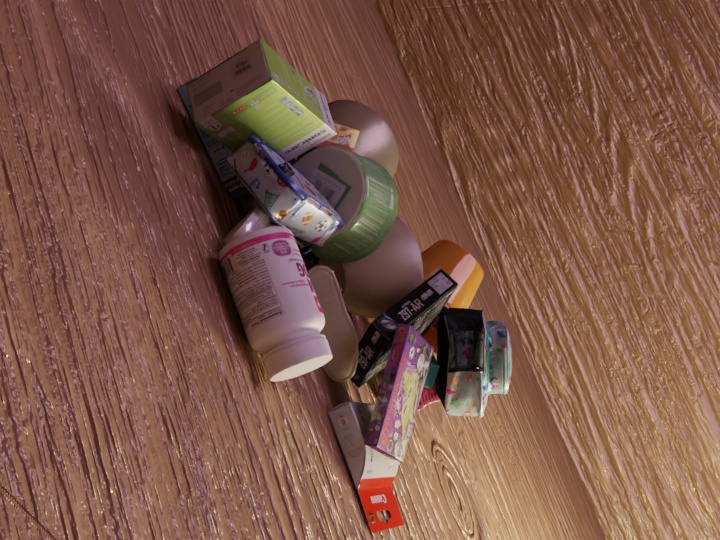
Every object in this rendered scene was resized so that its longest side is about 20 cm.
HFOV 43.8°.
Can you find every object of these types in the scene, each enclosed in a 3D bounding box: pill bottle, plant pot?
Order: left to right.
[{"bbox_3d":[-0.118,0.048,1.276,0.200,0.113,0.113,68,16,14],"label":"pill bottle"},{"bbox_3d":[0.000,0.000,1.650,0.134,0.200,0.200,-10,71,-35],"label":"plant pot"},{"bbox_3d":[0.155,0.041,1.873,0.200,0.183,0.200,37,-18,14],"label":"plant pot"}]

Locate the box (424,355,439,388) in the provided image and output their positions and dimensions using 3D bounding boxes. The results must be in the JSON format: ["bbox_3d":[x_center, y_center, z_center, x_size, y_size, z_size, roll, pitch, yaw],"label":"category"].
[{"bbox_3d":[0.089,0.157,1.727,0.082,0.049,0.200,16,14,-13],"label":"box"}]

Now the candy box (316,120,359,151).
[{"bbox_3d":[-0.114,-0.269,1.636,0.200,0.055,0.115,26,13,37],"label":"candy box"}]

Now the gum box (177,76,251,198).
[{"bbox_3d":[-0.214,-0.222,1.516,0.200,0.045,0.170,63,17,1],"label":"gum box"}]

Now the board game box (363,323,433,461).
[{"bbox_3d":[0.065,0.199,1.448,0.120,0.032,0.200,40,62,-54],"label":"board game box"}]

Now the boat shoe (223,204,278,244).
[{"bbox_3d":[-0.157,-0.056,1.395,0.069,0.072,0.200,47,8,-4],"label":"boat shoe"}]

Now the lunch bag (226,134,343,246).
[{"bbox_3d":[-0.120,-0.128,1.418,0.160,0.076,0.200,52,7,32],"label":"lunch bag"}]

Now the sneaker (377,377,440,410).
[{"bbox_3d":[0.089,0.233,1.741,0.200,0.087,0.074,-4,88,-49],"label":"sneaker"}]

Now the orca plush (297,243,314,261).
[{"bbox_3d":[-0.103,-0.013,1.495,0.105,0.071,0.200,64,16,-1],"label":"orca plush"}]

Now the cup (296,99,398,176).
[{"bbox_3d":[-0.045,-0.212,1.748,0.200,0.200,0.143,59,41,-17],"label":"cup"}]

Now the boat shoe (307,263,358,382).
[{"bbox_3d":[-0.050,0.086,1.497,0.060,0.072,0.200,-125,-160,-81],"label":"boat shoe"}]

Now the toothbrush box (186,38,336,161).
[{"bbox_3d":[-0.154,-0.254,1.419,0.200,0.146,0.086,32,37,-56],"label":"toothbrush box"}]

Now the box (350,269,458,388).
[{"bbox_3d":[0.070,0.100,1.557,0.044,0.160,0.200,44,50,14],"label":"box"}]

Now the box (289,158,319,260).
[{"bbox_3d":[-0.108,-0.125,1.743,0.164,0.021,0.200,54,18,-34],"label":"box"}]

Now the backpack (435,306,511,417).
[{"bbox_3d":[0.210,0.177,1.693,0.178,0.150,0.200,-17,113,-83],"label":"backpack"}]

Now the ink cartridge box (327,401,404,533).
[{"bbox_3d":[0.029,0.314,1.455,0.200,0.057,0.163,65,15,19],"label":"ink cartridge box"}]

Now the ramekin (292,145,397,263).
[{"bbox_3d":[-0.045,-0.119,1.555,0.098,0.200,0.200,27,40,-59],"label":"ramekin"}]
